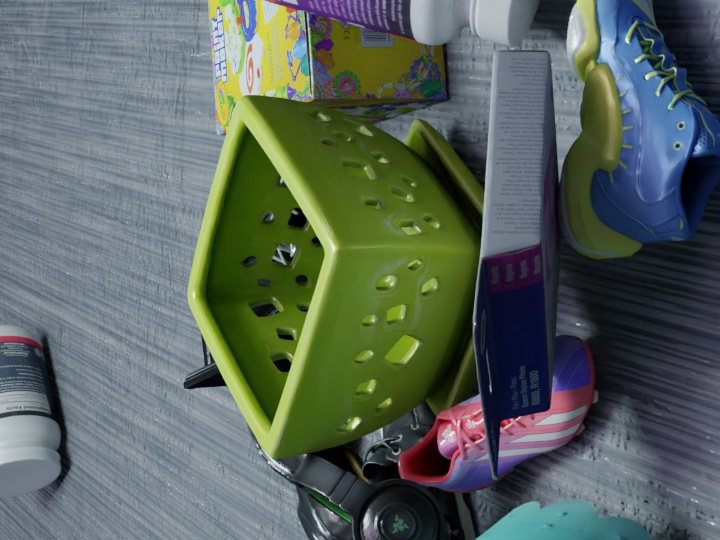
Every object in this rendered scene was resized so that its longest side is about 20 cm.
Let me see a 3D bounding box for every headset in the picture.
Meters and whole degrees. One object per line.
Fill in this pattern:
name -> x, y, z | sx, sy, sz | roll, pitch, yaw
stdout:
headset -> 0.044, 0.182, 1.203 | 0.200, 0.124, 0.094 | 30, 79, 27

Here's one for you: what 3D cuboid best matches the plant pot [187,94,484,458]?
plant pot -> 0.000, 0.000, 1.245 | 0.199, 0.181, 0.200 | 58, 141, 44

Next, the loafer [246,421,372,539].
loafer -> -0.036, 0.157, 1.457 | 0.200, 0.073, 0.072 | 54, 129, 33

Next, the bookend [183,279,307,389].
bookend -> -0.095, -0.007, 1.520 | 0.199, 0.092, 0.200 | -25, 69, 61

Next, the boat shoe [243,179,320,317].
boat shoe -> -0.055, -0.028, 1.390 | 0.200, 0.075, 0.062 | -54, 16, -17

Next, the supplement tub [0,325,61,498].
supplement tub -> -0.476, 0.186, 2.208 | 0.140, 0.140, 0.200 | -53, 46, 50

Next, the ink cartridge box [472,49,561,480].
ink cartridge box -> 0.102, 0.001, 1.040 | 0.196, 0.043, 0.200 | 77, -164, -56

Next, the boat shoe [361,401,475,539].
boat shoe -> 0.035, 0.161, 1.314 | 0.075, 0.066, 0.200 | -42, 56, 56

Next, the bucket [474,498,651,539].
bucket -> 0.109, 0.259, 1.038 | 0.207, 0.135, 0.207 | 15, 114, 36

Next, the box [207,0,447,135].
box -> -0.035, -0.222, 1.356 | 0.193, 0.122, 0.200 | -8, 86, 62

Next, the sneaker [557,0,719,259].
sneaker -> 0.184, -0.105, 1.027 | 0.105, 0.076, 0.200 | 3, 87, 36

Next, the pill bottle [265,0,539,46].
pill bottle -> 0.025, -0.221, 1.167 | 0.200, 0.111, 0.112 | 18, 114, 17

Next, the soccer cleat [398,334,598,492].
soccer cleat -> 0.097, 0.107, 1.180 | 0.200, 0.076, 0.067 | -49, 50, 53
